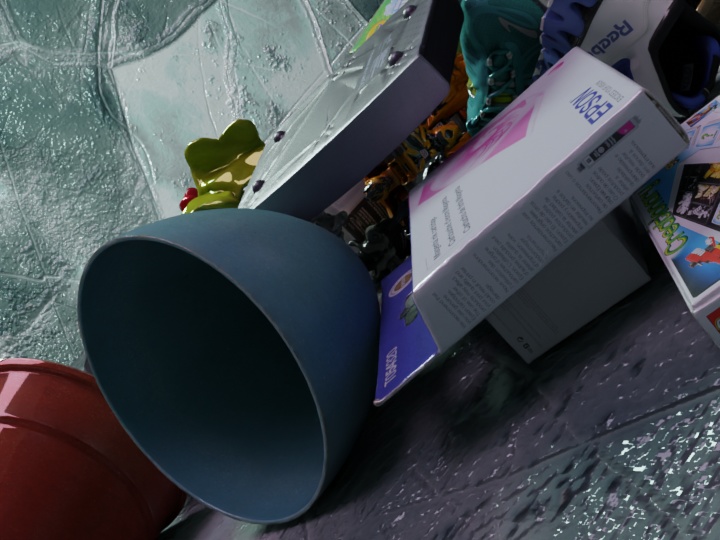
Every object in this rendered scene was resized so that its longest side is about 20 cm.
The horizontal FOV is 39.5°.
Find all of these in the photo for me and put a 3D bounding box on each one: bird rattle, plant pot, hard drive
[{"bbox_3d":[-0.101,-0.026,0.878,0.113,0.162,0.200,-63,-2,-27],"label":"bird rattle"},{"bbox_3d":[-0.247,0.202,0.704,0.200,0.201,0.196,-35,22,33],"label":"plant pot"},{"bbox_3d":[-0.063,0.040,0.648,0.200,0.201,0.135,-30,6,46],"label":"plant pot"},{"bbox_3d":[-0.007,-0.107,0.703,0.200,0.042,0.135,-38,24,35],"label":"hard drive"}]

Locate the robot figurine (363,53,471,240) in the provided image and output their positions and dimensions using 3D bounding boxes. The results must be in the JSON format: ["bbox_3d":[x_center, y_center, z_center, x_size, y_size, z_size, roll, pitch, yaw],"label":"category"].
[{"bbox_3d":[0.068,-0.113,0.855,0.058,0.145,0.200,-33,7,47],"label":"robot figurine"}]

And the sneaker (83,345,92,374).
[{"bbox_3d":[-0.234,0.152,0.909,0.121,0.083,0.201,-66,-18,-44],"label":"sneaker"}]

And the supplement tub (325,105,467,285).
[{"bbox_3d":[0.023,-0.088,0.946,0.200,0.123,0.122,-49,13,-27],"label":"supplement tub"}]

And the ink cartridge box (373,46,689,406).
[{"bbox_3d":[0.071,-0.037,0.565,0.200,0.043,0.196,-40,13,13],"label":"ink cartridge box"}]

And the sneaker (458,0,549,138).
[{"bbox_3d":[0.111,-0.139,0.754,0.077,0.200,0.080,7,62,17],"label":"sneaker"}]

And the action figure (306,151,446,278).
[{"bbox_3d":[0.000,0.000,0.744,0.200,0.119,0.102,-36,8,8],"label":"action figure"}]

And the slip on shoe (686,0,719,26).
[{"bbox_3d":[0.200,-0.177,0.788,0.199,0.076,0.061,-24,5,40],"label":"slip on shoe"}]

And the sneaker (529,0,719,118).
[{"bbox_3d":[0.181,-0.131,0.689,0.081,0.115,0.200,-56,-16,-15],"label":"sneaker"}]

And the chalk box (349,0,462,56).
[{"bbox_3d":[0.083,-0.226,1.029,0.199,0.124,0.125,3,53,42],"label":"chalk box"}]

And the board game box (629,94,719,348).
[{"bbox_3d":[0.191,-0.045,0.457,0.126,0.035,0.200,-39,13,18],"label":"board game box"}]

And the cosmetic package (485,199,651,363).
[{"bbox_3d":[0.118,-0.029,0.600,0.082,0.051,0.200,-40,12,23],"label":"cosmetic package"}]
